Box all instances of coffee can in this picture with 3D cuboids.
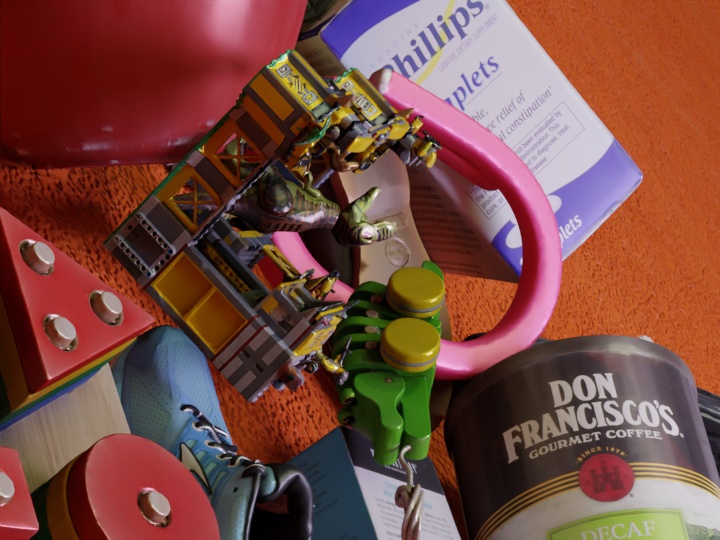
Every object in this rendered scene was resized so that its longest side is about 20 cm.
[{"bbox_3d":[0.132,0.158,1.081,0.146,0.146,0.201,32,36,-41],"label":"coffee can"}]

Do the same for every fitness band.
[{"bbox_3d":[0.025,-0.024,1.107,0.199,0.037,0.144,30,66,-22],"label":"fitness band"}]

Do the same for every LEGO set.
[{"bbox_3d":[-0.020,-0.014,0.942,0.116,0.154,0.200,46,2,6],"label":"LEGO set"}]

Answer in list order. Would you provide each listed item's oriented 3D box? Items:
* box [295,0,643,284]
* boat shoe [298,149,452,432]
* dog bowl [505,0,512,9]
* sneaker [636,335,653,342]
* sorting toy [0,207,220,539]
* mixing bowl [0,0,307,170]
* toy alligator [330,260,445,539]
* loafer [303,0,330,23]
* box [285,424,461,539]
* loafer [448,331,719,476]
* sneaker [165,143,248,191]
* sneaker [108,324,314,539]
[{"bbox_3d":[0.052,-0.100,1.253,0.200,0.105,0.184,49,-9,-11],"label":"box"},{"bbox_3d":[0.000,0.000,1.150,0.070,0.070,0.202,-3,79,-40],"label":"boat shoe"},{"bbox_3d":[0.062,-0.152,1.473,0.200,0.079,0.201,43,26,-26],"label":"dog bowl"},{"bbox_3d":[0.214,0.153,1.366,0.115,0.080,0.200,27,37,-59],"label":"sneaker"},{"bbox_3d":[-0.145,0.058,0.776,0.198,0.070,0.201,15,44,-48],"label":"sorting toy"},{"bbox_3d":[-0.114,-0.105,0.974,0.200,0.199,0.109,-11,99,-65],"label":"mixing bowl"},{"bbox_3d":[0.010,0.058,1.006,0.054,0.060,0.201,8,39,0],"label":"toy alligator"},{"bbox_3d":[-0.110,-0.199,1.191,0.199,0.072,0.063,25,7,-6],"label":"loafer"},{"bbox_3d":[0.025,0.179,0.986,0.082,0.049,0.201,25,37,-49],"label":"box"},{"bbox_3d":[0.150,0.077,1.228,0.199,0.068,0.071,13,34,7],"label":"loafer"},{"bbox_3d":[-0.103,-0.128,1.133,0.200,0.078,0.090,53,14,-11],"label":"sneaker"},{"bbox_3d":[-0.055,0.103,0.884,0.078,0.090,0.201,27,33,-47],"label":"sneaker"}]
